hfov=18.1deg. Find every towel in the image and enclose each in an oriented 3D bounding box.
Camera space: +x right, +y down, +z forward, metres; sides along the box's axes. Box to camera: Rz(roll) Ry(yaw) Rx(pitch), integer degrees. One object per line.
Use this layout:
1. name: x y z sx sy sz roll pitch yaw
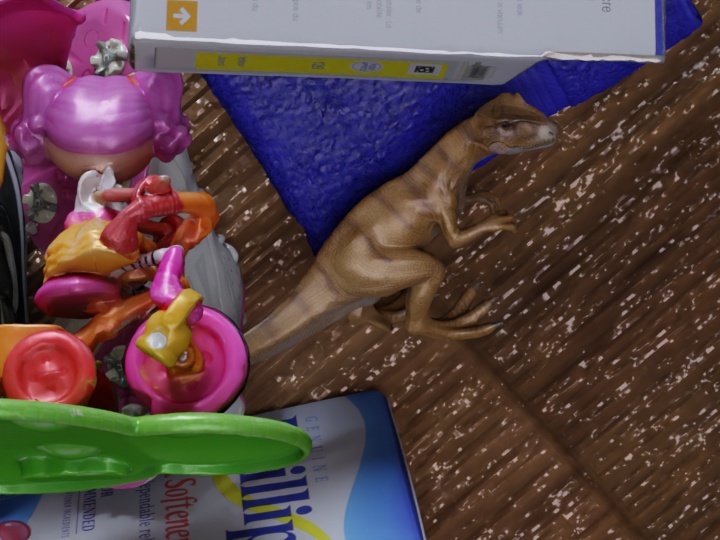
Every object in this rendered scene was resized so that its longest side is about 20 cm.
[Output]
1. towel: 0.031 -0.108 0.931 0.199 0.050 0.148 -32 113 6

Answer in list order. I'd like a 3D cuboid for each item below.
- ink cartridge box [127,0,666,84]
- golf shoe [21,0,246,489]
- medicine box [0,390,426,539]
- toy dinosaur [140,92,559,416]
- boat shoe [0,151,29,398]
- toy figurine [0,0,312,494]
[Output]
1. ink cartridge box: 0.014 -0.171 0.863 0.198 0.047 0.199 3 77 -8
2. golf shoe: -0.091 -0.012 0.953 0.075 0.091 0.202 0 93 36
3. medicine box: -0.067 0.147 0.943 0.199 0.182 0.104 -13 110 -1
4. toy dinosaur: 0.000 0.000 0.939 0.200 0.060 0.106 -43 136 3
5. boat shoe: -0.169 0.002 0.941 0.072 0.071 0.201 -12 109 -1
6. toy figurine: -0.117 -0.019 0.852 0.198 0.150 0.186 -1 74 4
